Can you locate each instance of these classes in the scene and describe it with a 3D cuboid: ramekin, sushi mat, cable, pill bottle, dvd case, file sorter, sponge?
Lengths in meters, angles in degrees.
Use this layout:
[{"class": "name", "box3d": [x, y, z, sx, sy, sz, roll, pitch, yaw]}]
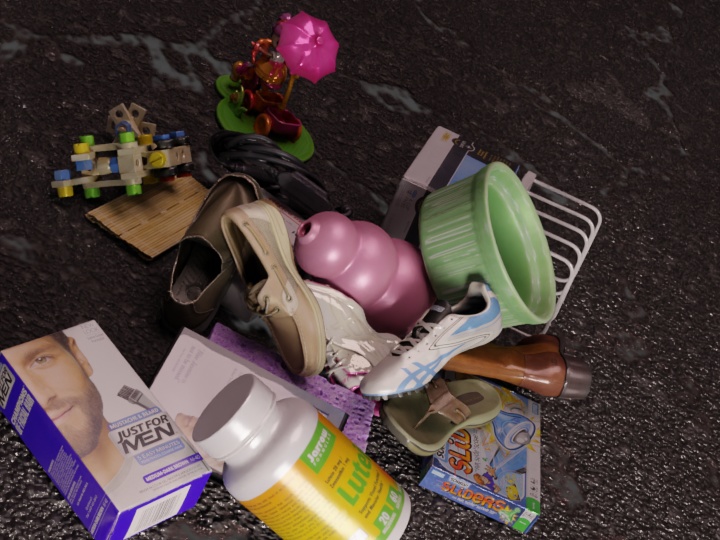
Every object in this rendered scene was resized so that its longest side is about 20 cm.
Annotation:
[{"class": "ramekin", "box3d": [0.150, -0.021, 1.628, 0.200, 0.098, 0.200, 44, 36, -46]}, {"class": "sushi mat", "box3d": [-0.236, -0.070, 1.632, 0.096, 0.012, 0.200, 36, 31, 9]}, {"class": "cable", "box3d": [-0.101, -0.114, 1.703, 0.200, 0.051, 0.163, 33, -7, -6]}, {"class": "pill bottle", "box3d": [-0.057, 0.190, 1.270, 0.200, 0.111, 0.111, 44, 27, -18]}, {"class": "dvd case", "box3d": [-0.122, 0.155, 1.371, 0.200, 0.018, 0.143, 29, 47, -5]}, {"class": "file sorter", "box3d": [0.232, -0.018, 1.825, 0.124, 0.139, 0.200, 26, 30, 8]}, {"class": "sponge", "box3d": [-0.084, 0.138, 1.454, 0.200, 0.030, 0.112, 28, 31, -7]}]

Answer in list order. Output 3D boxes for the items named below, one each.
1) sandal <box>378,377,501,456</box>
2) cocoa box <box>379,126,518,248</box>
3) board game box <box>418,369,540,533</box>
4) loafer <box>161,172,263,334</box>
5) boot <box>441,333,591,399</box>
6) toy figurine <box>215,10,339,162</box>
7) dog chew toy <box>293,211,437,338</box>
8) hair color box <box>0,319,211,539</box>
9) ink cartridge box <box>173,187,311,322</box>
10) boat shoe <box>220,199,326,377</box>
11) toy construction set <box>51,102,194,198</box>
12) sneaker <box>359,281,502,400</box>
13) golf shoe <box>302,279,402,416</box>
[{"class": "sandal", "box3d": [0.092, 0.145, 1.500, 0.080, 0.057, 0.201, 44, 34, 21]}, {"class": "cocoa box", "box3d": [0.116, -0.083, 1.829, 0.131, 0.133, 0.200, 26, 30, 4]}, {"class": "board game box", "box3d": [0.140, 0.197, 1.557, 0.135, 0.034, 0.200, 25, 32, -9]}, {"class": "loafer", "box3d": [-0.158, -0.025, 1.488, 0.075, 0.070, 0.200, 18, 68, 3]}, {"class": "boot", "box3d": [0.156, 0.107, 1.654, 0.200, 0.069, 0.188, 10, 15, -14]}, {"class": "toy figurine", "box3d": [-0.105, -0.279, 1.878, 0.150, 0.184, 0.200, 4, 40, -38]}, {"class": "dog chew toy", "box3d": [0.000, 0.000, 1.587, 0.200, 0.125, 0.125, 36, 23, -39]}, {"class": "hair color box", "box3d": [-0.242, 0.147, 1.257, 0.109, 0.065, 0.200, -20, 58, -44]}, {"class": "ink cartridge box", "box3d": [-0.117, -0.028, 1.624, 0.116, 0.067, 0.200, 36, 32, 10]}, {"class": "boat shoe", "box3d": [-0.097, 0.024, 1.458, 0.065, 0.072, 0.200, -18, 89, -42]}, {"class": "toy construction set", "box3d": [-0.276, -0.137, 1.623, 0.131, 0.092, 0.200, -6, 22, 11]}, {"class": "sneaker", "box3d": [0.073, 0.079, 1.496, 0.200, 0.073, 0.072, -32, 21, -28]}, {"class": "golf shoe", "box3d": [-0.020, 0.086, 1.530, 0.200, 0.075, 0.092, 35, 41, -9]}]
